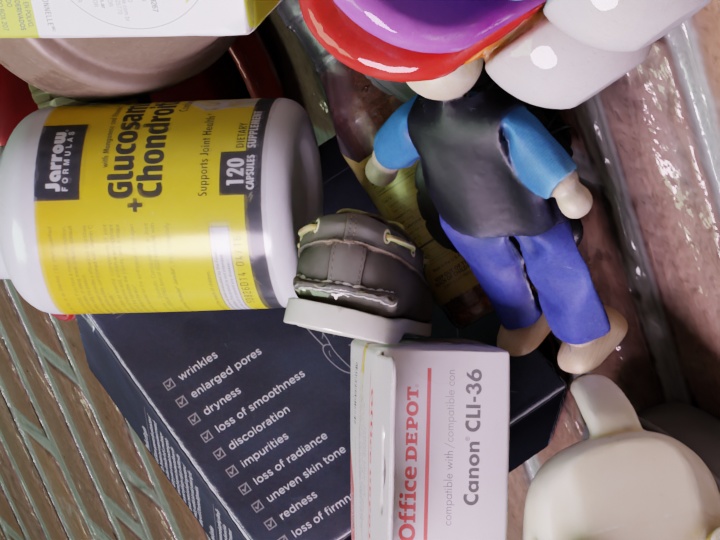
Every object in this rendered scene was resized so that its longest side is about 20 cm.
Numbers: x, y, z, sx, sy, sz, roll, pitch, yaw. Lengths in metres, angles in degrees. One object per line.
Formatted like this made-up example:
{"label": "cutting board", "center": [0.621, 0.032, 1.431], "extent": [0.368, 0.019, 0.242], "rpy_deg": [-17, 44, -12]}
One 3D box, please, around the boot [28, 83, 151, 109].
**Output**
{"label": "boot", "center": [-0.127, -0.170, 1.663], "extent": [0.072, 0.166, 0.200], "rpy_deg": [2, 127, 40]}

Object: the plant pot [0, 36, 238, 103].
{"label": "plant pot", "center": [-0.098, -0.193, 1.527], "extent": [0.175, 0.200, 0.200], "rpy_deg": [-5, 117, 52]}

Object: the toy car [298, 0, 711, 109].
{"label": "toy car", "center": [0.044, -0.147, 1.245], "extent": [0.175, 0.150, 0.200], "rpy_deg": [58, 162, 3]}

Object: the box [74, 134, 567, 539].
{"label": "box", "center": [-0.023, 0.059, 1.669], "extent": [0.197, 0.200, 0.124], "rpy_deg": [54, 167, 15]}

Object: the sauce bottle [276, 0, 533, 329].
{"label": "sauce bottle", "center": [0.025, -0.067, 1.574], "extent": [0.200, 0.066, 0.066], "rpy_deg": [59, 162, 3]}

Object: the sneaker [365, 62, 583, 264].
{"label": "sneaker", "center": [0.061, -0.084, 1.460], "extent": [0.091, 0.076, 0.200], "rpy_deg": [23, 149, 45]}

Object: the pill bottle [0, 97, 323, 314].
{"label": "pill bottle", "center": [-0.125, -0.033, 1.581], "extent": [0.112, 0.200, 0.112], "rpy_deg": [-2, -90, -80]}

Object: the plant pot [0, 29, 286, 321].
{"label": "plant pot", "center": [-0.156, -0.097, 1.808], "extent": [0.200, 0.182, 0.200], "rpy_deg": [49, 160, 25]}

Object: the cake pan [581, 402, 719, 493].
{"label": "cake pan", "center": [0.188, 0.150, 1.531], "extent": [0.200, 0.037, 0.200], "rpy_deg": [49, 160, 25]}

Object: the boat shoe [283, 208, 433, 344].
{"label": "boat shoe", "center": [0.003, 0.001, 1.498], "extent": [0.202, 0.072, 0.060], "rpy_deg": [-13, -66, -84]}

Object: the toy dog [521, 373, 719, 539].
{"label": "toy dog", "center": [0.116, 0.166, 1.473], "extent": [0.194, 0.139, 0.200], "rpy_deg": [63, 164, 16]}

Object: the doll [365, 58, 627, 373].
{"label": "doll", "center": [0.060, -0.038, 1.407], "extent": [0.136, 0.048, 0.200], "rpy_deg": [15, 144, 38]}

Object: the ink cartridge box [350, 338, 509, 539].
{"label": "ink cartridge box", "center": [0.034, 0.094, 1.479], "extent": [0.200, 0.067, 0.117], "rpy_deg": [-165, 76, -86]}

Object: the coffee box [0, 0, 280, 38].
{"label": "coffee box", "center": [-0.116, -0.229, 1.298], "extent": [0.198, 0.200, 0.200], "rpy_deg": [1, 118, 21]}
